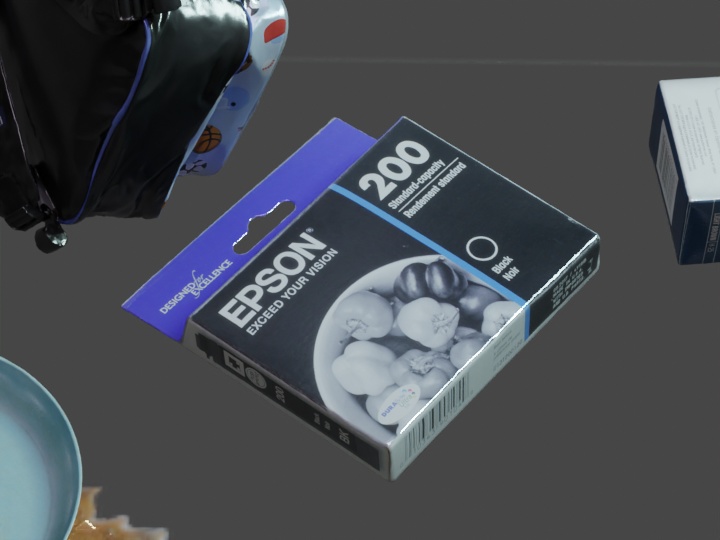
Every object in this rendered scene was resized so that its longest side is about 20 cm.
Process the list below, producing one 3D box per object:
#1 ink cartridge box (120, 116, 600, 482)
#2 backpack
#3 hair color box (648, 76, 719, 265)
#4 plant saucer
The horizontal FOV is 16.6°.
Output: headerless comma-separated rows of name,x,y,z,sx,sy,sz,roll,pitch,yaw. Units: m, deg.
ink cartridge box,0.000,0.000,1.397,0.200,0.043,0.198,31,56,24
backpack,-0.143,-0.145,1.424,0.154,0.200,0.191,-6,52,-43
hair color box,0.277,-0.063,1.443,0.199,0.061,0.100,-4,50,-4
plant saucer,-0.246,0.121,1.299,0.200,0.027,0.200,1,50,-1
